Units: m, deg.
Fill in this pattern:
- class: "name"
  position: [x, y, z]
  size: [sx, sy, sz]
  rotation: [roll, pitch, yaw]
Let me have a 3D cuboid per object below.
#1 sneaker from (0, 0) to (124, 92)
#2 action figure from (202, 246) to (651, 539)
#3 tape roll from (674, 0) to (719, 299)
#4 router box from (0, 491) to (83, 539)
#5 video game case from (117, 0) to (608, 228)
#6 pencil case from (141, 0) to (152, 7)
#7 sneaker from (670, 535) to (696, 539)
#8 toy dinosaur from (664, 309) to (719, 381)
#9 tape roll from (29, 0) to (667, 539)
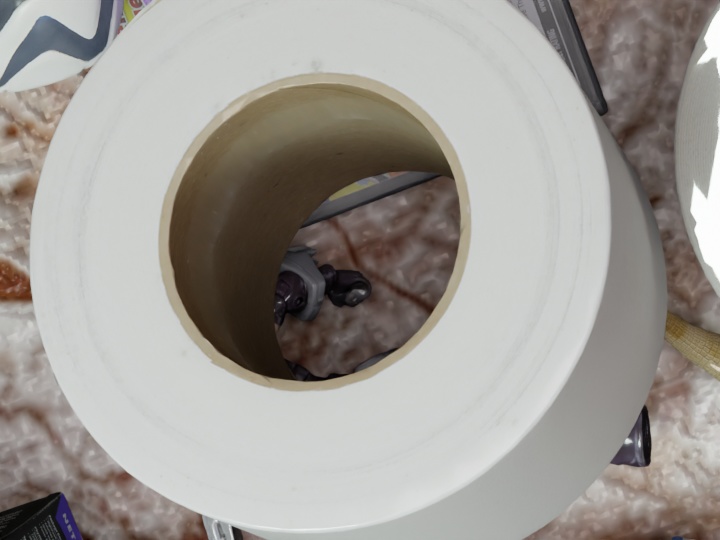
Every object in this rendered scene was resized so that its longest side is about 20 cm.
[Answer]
- class: "sneaker"
  position: [-0.199, -0.113, 1.069]
  size: [0.199, 0.080, 0.130]
  rotation: [-11, 133, 17]
- class: "action figure"
  position: [0.009, 0.055, 1.127]
  size: [0.199, 0.069, 0.130]
  rotation: [-6, 104, 10]
- class: "tape roll"
  position: [0.209, -0.042, 1.007]
  size: [0.202, 0.037, 0.203]
  rotation: [6, 112, 16]
- class: "router box"
  position: [-0.211, 0.153, 1.079]
  size: [0.200, 0.157, 0.052]
  rotation: [-20, 96, 17]
- class: "video game case"
  position: [-0.023, -0.123, 1.126]
  size: [0.180, 0.026, 0.200]
  rotation: [-20, 96, 4]
- class: "pencil case"
  position: [0.002, -0.145, 1.072]
  size: [0.200, 0.084, 0.086]
  rotation: [-18, 65, 3]
- class: "sneaker"
  position: [0.102, 0.139, 1.135]
  size: [0.200, 0.076, 0.077]
  rotation: [11, 86, -6]
- class: "toy dinosaur"
  position: [0.185, 0.061, 1.135]
  size: [0.200, 0.058, 0.101]
  rotation: [13, 82, -5]
- class: "tape roll"
  position: [0.000, 0.000, 1.025]
  size: [0.202, 0.139, 0.203]
  rotation: [-2, 79, 13]
